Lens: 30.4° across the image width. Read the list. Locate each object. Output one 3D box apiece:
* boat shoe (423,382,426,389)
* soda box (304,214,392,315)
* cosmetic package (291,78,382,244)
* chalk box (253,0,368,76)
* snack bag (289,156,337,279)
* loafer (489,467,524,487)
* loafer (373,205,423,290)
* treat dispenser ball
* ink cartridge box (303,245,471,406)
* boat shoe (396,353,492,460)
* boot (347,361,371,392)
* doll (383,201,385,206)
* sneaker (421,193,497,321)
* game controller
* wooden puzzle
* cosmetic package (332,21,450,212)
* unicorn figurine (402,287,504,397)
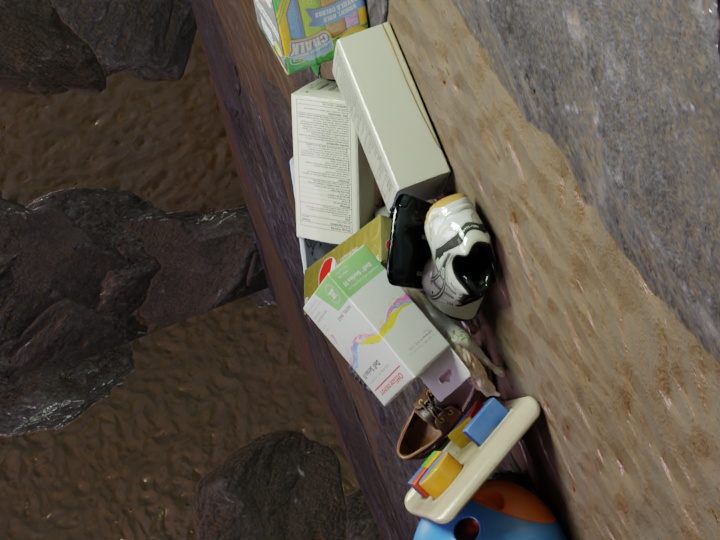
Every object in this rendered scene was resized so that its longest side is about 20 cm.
[{"bbox_3d":[0.121,0.150,1.863,0.091,0.070,0.203,106,150,-76],"label":"boat shoe"},{"bbox_3d":[0.000,0.000,1.733,0.199,0.063,0.069,-34,50,50],"label":"soda box"},{"bbox_3d":[-0.029,-0.145,1.770,0.087,0.102,0.203,-40,-44,-56],"label":"cosmetic package"},{"bbox_3d":[-0.066,-0.346,1.699,0.201,0.122,0.125,79,166,-51],"label":"chalk box"},{"bbox_3d":[-0.059,-0.089,1.917,0.189,0.021,0.203,-54,-39,-67],"label":"snack bag"},{"bbox_3d":[0.183,0.302,1.812,0.201,0.071,0.064,85,168,-67],"label":"loafer"},{"bbox_3d":[0.078,-0.002,1.753,0.070,0.069,0.202,91,157,-67],"label":"loafer"},{"bbox_3d":[0.160,0.362,1.641,0.201,0.198,0.203,159,90,-81],"label":"treat dispenser ball"},{"bbox_3d":[0.030,0.084,1.587,0.200,0.067,0.117,49,151,6],"label":"ink cartridge box"},{"bbox_3d":[0.109,0.183,1.747,0.072,0.067,0.201,46,129,20],"label":"boat shoe"},{"bbox_3d":[0.031,0.108,1.835,0.212,0.078,0.160,-85,9,-66],"label":"boot"},{"bbox_3d":[0.019,-0.122,1.907,0.136,0.048,0.202,-26,86,60],"label":"doll"},{"bbox_3d":[0.117,0.008,1.520,0.088,0.075,0.201,57,168,37],"label":"sneaker"},{"bbox_3d":[0.066,-0.032,1.575,0.200,0.042,0.106,9,-83,-73],"label":"game controller"},{"bbox_3d":[0.124,0.220,1.611,0.046,0.186,0.200,43,170,-4],"label":"wooden puzzle"},{"bbox_3d":[0.035,-0.183,1.600,0.104,0.072,0.202,109,139,-76],"label":"cosmetic package"},{"bbox_3d":[0.101,0.075,1.644,0.137,0.074,0.199,37,175,-37],"label":"unicorn figurine"}]
